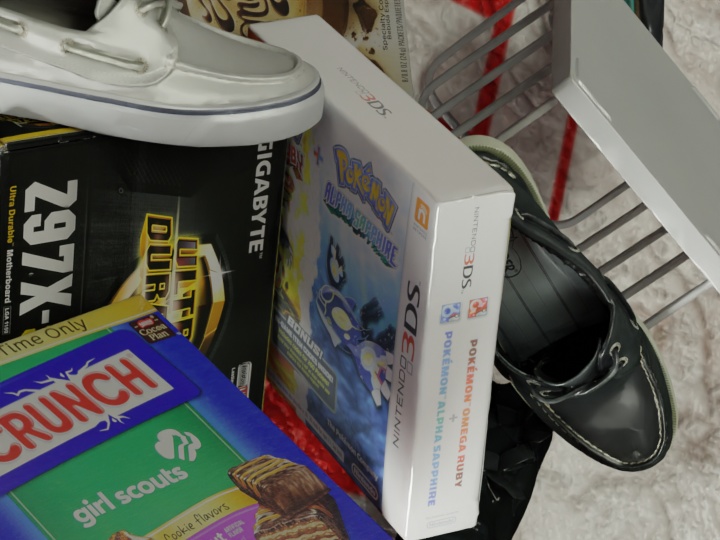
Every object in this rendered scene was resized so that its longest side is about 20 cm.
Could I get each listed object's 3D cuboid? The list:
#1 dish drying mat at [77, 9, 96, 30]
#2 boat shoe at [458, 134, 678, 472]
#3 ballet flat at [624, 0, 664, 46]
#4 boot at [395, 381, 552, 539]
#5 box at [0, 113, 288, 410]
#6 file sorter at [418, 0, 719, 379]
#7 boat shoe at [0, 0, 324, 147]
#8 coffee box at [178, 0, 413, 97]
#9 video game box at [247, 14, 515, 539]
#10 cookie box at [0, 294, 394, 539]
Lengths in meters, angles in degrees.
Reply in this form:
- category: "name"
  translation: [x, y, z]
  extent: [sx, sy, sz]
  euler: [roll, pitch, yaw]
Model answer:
- category: "dish drying mat"
  translation: [-0.141, -0.038, 1.236]
  extent: [0.077, 0.018, 0.200]
  euler: [25, 98, -41]
- category: "boat shoe"
  translation: [0.094, 0.029, 1.249]
  extent: [0.200, 0.074, 0.066]
  euler: [61, 12, -23]
- category: "ballet flat"
  translation: [0.151, -0.192, 1.504]
  extent: [0.073, 0.073, 0.200]
  euler: [14, 68, -31]
- category: "boot"
  translation: [0.039, 0.161, 1.335]
  extent: [0.073, 0.199, 0.163]
  euler: [22, 35, 1]
- category: "box"
  translation: [-0.117, 0.013, 1.235]
  extent: [0.159, 0.049, 0.200]
  euler: [-10, 119, -33]
- category: "file sorter"
  translation: [0.106, -0.054, 1.355]
  extent: [0.139, 0.124, 0.200]
  euler: [49, 21, -17]
- category: "boat shoe"
  translation: [-0.112, -0.105, 1.168]
  extent: [0.199, 0.072, 0.066]
  euler: [10, 119, -4]
- category: "coffee box"
  translation: [-0.079, -0.133, 1.322]
  extent: [0.200, 0.080, 0.113]
  euler: [-4, 85, -34]
- category: "video game box"
  translation: [0.000, 0.000, 1.239]
  extent: [0.047, 0.200, 0.183]
  euler: [-9, 121, -27]
- category: "cookie box"
  translation: [-0.103, 0.116, 1.107]
  extent: [0.171, 0.075, 0.200]
  euler: [-21, 52, -41]
